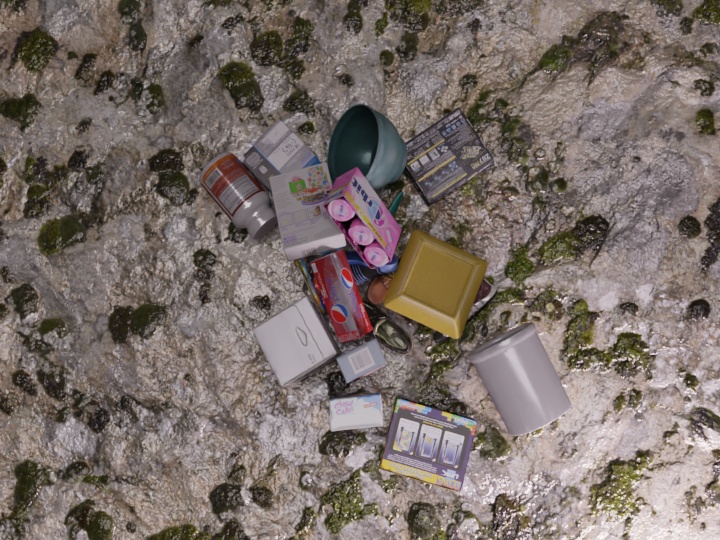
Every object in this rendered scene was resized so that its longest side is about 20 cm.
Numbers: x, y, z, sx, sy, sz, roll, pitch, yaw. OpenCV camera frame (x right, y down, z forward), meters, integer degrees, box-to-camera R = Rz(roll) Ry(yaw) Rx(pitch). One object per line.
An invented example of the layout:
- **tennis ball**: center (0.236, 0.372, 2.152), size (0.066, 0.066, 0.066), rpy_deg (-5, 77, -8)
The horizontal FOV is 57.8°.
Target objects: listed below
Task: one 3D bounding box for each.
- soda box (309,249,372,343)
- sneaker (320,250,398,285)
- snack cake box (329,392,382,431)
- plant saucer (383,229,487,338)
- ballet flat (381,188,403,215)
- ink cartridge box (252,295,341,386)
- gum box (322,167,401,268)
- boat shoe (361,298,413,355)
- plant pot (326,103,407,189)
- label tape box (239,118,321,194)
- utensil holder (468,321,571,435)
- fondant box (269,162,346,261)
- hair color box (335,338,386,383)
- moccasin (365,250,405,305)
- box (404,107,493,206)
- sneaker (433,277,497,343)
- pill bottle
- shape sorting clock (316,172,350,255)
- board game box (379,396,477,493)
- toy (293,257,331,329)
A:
- **soda box**: center (-0.044, 0.060, 1.502), size (0.062, 0.070, 0.204), rpy_deg (-17, 95, 29)
- **sneaker**: center (0.000, 0.000, 1.552), size (0.196, 0.070, 0.079), rpy_deg (3, 122, 23)
- **snack cake box**: center (-0.008, 0.313, 1.461), size (0.112, 0.200, 0.069), rpy_deg (-4, 81, 0)
- **plant saucer**: center (0.176, 0.025, 1.505), size (0.196, 0.049, 0.203), rpy_deg (23, 77, 5)
- **ballet flat**: center (0.041, -0.113, 1.594), size (0.074, 0.068, 0.204), rpy_deg (18, 86, 13)
- **ink cartridge box**: center (-0.140, 0.163, 1.486), size (0.143, 0.200, 0.147), rpy_deg (-30, 82, -3)
- **gum box**: center (0.010, -0.112, 1.466), size (0.065, 0.115, 0.201), rpy_deg (-22, 119, 33)
- **boat shoe**: center (0.043, 0.129, 1.555), size (0.199, 0.066, 0.072), rpy_deg (37, 84, 6)
- **plant pot**: center (0.028, -0.278, 1.562), size (0.132, 0.198, 0.205), rpy_deg (9, 79, -39)
- **label tape box**: center (-0.178, -0.250, 1.616), size (0.200, 0.063, 0.144), rpy_deg (44, 85, 7)
- **utensil holder**: center (0.361, 0.246, 1.482), size (0.167, 0.170, 0.203), rpy_deg (-26, 84, -3)
- **fondant box**: center (-0.123, -0.137, 1.509), size (0.141, 0.059, 0.204), rpy_deg (-14, 65, 0)
- **hair color box**: center (0.004, 0.207, 1.476), size (0.097, 0.200, 0.062), rpy_deg (-25, 81, -3)
- **moccasin**: center (0.095, 0.008, 1.564), size (0.200, 0.078, 0.074), rpy_deg (-35, 94, -5)
- **box**: center (0.207, -0.283, 1.621), size (0.198, 0.049, 0.163), rpy_deg (-34, 81, -4)
- **sneaker**: center (0.225, 0.075, 1.564), size (0.199, 0.076, 0.116), rpy_deg (-39, 76, -13)
- **pill bottle**: center (-0.290, -0.178, 1.584), size (0.112, 0.112, 0.201), rpy_deg (-40, 83, -5)
- **shape sorting clock**: center (-0.092, -0.139, 1.597), size (0.195, 0.039, 0.205), rpy_deg (0, 89, -7)
- **board game box**: center (0.157, 0.403, 1.519), size (0.196, 0.057, 0.169), rpy_deg (16, 84, 3)
- **toy**: center (-0.102, 0.039, 1.545), size (0.047, 0.115, 0.203), rpy_deg (-29, 82, -1)
